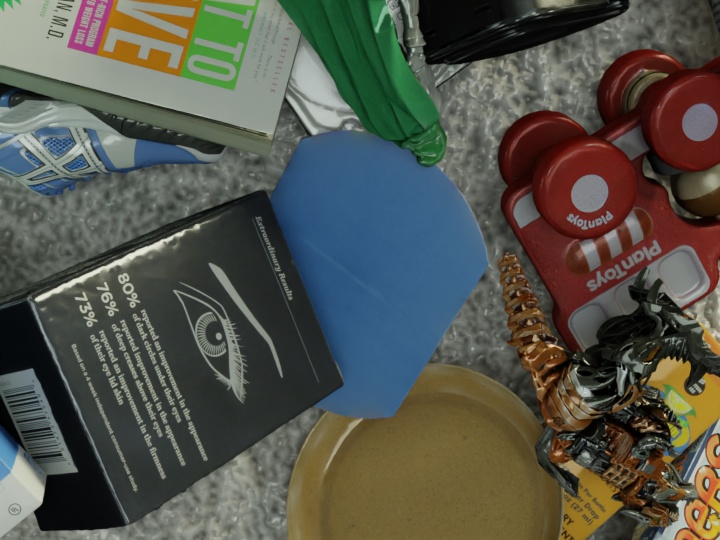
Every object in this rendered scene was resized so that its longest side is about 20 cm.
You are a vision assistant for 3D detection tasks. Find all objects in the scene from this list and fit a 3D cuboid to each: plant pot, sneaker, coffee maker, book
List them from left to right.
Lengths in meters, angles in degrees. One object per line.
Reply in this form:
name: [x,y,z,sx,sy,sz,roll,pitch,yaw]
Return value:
sneaker: [-0.191,-0.094,0.838,0.200,0.076,0.077,7,122,-6]
book: [-0.138,-0.166,0.790,0.200,0.048,0.134,14,76,-5]
plant pot: [0.045,0.164,0.848,0.200,0.027,0.200,-7,69,18]
coffee maker: [0.063,-0.236,0.771,0.192,0.135,0.200,-14,90,-15]

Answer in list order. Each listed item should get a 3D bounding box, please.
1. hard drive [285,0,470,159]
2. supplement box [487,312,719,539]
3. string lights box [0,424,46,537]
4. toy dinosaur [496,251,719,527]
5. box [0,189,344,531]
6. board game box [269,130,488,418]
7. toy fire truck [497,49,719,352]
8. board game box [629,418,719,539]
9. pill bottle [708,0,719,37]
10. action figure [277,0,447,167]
hard drive: [-0.023,-0.194,0.843,0.140,0.038,0.200,-35,96,1]
supplement box: [0.180,0.119,0.873,0.200,0.069,0.067,-44,98,1]
string lights box: [-0.277,0.079,0.665,0.103,0.059,0.200,-39,103,-4]
toy dinosaur: [0.160,0.074,0.783,0.136,0.102,0.200,-38,120,8]
box: [-0.130,0.054,0.780,0.200,0.104,0.148,-28,100,-44]
board game box: [0.000,0.000,0.852,0.158,0.039,0.200,36,112,16]
toy fire truck: [0.200,-0.048,0.839,0.200,0.112,0.168,-31,110,1]
board game box: [0.255,0.202,0.847,0.135,0.034,0.200,42,57,-7]
pill bottle: [0.264,-0.178,0.741,0.106,0.106,0.200,-18,92,-1]
action figure: [0.001,-0.149,0.752,0.055,0.118,0.200,-45,117,-32]
